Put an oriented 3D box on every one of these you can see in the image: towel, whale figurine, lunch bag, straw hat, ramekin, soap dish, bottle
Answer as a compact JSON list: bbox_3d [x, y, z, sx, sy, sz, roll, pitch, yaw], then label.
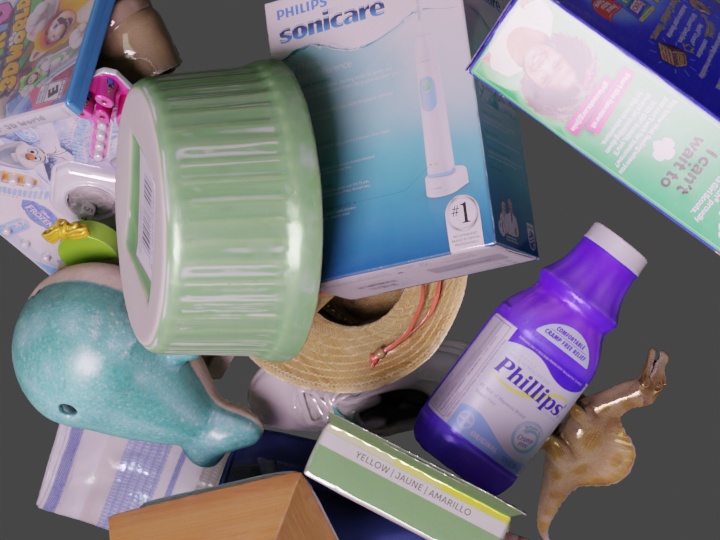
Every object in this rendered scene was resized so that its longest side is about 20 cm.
[{"bbox_3d":[-0.160,0.172,1.316,0.198,0.024,0.148,20,120,-7],"label":"towel"},{"bbox_3d":[-0.168,0.088,1.178,0.200,0.104,0.159,43,132,-20],"label":"whale figurine"},{"bbox_3d":[-0.034,0.206,1.234,0.198,0.136,0.133,12,122,2],"label":"lunch bag"},{"bbox_3d":[0.000,0.000,1.165,0.199,0.085,0.203,-4,81,25],"label":"straw hat"},{"bbox_3d":[-0.100,-0.038,1.053,0.097,0.200,0.202,-3,118,-19],"label":"ramekin"},{"bbox_3d":[-0.076,0.247,1.139,0.156,0.081,0.201,-15,117,20],"label":"soap dish"},{"bbox_3d":[0.124,0.059,1.123,0.083,0.065,0.201,37,92,-19],"label":"bottle"}]

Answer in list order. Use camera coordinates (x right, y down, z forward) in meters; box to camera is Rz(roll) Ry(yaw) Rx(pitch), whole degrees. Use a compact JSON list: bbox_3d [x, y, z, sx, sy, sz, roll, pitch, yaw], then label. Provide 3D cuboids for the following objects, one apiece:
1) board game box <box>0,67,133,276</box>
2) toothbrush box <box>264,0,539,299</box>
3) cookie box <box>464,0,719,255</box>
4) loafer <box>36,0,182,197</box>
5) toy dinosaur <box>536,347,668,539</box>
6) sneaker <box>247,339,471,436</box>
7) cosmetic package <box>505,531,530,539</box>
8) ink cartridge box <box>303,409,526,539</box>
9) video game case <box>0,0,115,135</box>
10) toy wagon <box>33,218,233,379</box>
[{"bbox_3d":[-0.201,-0.051,1.196,0.199,0.026,0.200,-17,137,28],"label":"board game box"},{"bbox_3d":[0.026,-0.094,1.070,0.145,0.085,0.202,-13,78,24],"label":"toothbrush box"},{"bbox_3d":[0.185,-0.120,1.000,0.199,0.171,0.075,35,123,2],"label":"cookie box"},{"bbox_3d":[-0.197,-0.115,1.187,0.067,0.076,0.200,46,130,9],"label":"loafer"},{"bbox_3d":[0.151,0.131,1.191,0.101,0.058,0.201,32,120,3],"label":"toy dinosaur"},{"bbox_3d":[-0.006,0.096,1.215,0.198,0.089,0.076,-9,112,24],"label":"sneaker"},{"bbox_3d":[0.155,0.286,1.242,0.199,0.087,0.104,21,120,9],"label":"cosmetic package"},{"bbox_3d":[0.033,0.151,1.086,0.145,0.200,0.048,27,85,4],"label":"ink cartridge box"},{"bbox_3d":[-0.260,-0.157,1.157,0.199,0.144,0.018,-10,147,34],"label":"video game case"},{"bbox_3d":[-0.174,0.020,1.225,0.154,0.040,0.201,-9,137,23],"label":"toy wagon"}]
